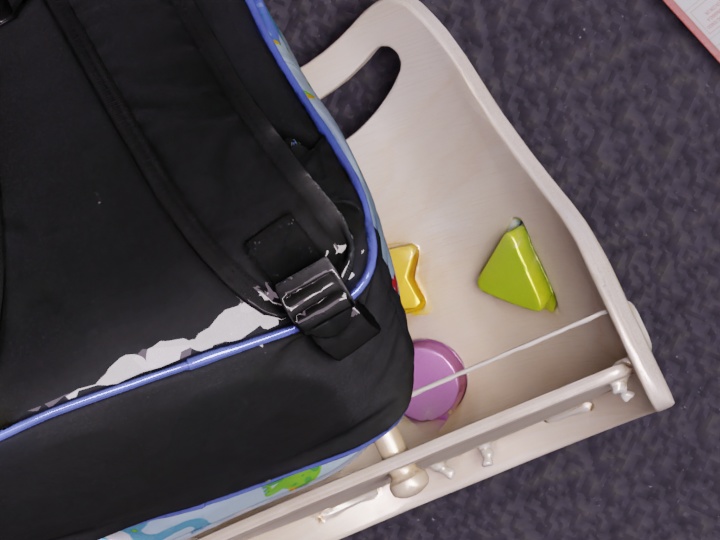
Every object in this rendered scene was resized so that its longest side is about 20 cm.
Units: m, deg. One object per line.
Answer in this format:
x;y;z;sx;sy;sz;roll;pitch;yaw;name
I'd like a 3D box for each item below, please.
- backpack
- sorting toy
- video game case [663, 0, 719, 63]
-0.092;-0.006;0.834;0.183;0.147;0.200;-21;56;-5;backpack
0.000;0.000;0.928;0.200;0.107;0.180;-24;86;17;sorting toy
0.196;-0.101;0.906;0.200;0.017;0.143;47;126;-6;video game case
